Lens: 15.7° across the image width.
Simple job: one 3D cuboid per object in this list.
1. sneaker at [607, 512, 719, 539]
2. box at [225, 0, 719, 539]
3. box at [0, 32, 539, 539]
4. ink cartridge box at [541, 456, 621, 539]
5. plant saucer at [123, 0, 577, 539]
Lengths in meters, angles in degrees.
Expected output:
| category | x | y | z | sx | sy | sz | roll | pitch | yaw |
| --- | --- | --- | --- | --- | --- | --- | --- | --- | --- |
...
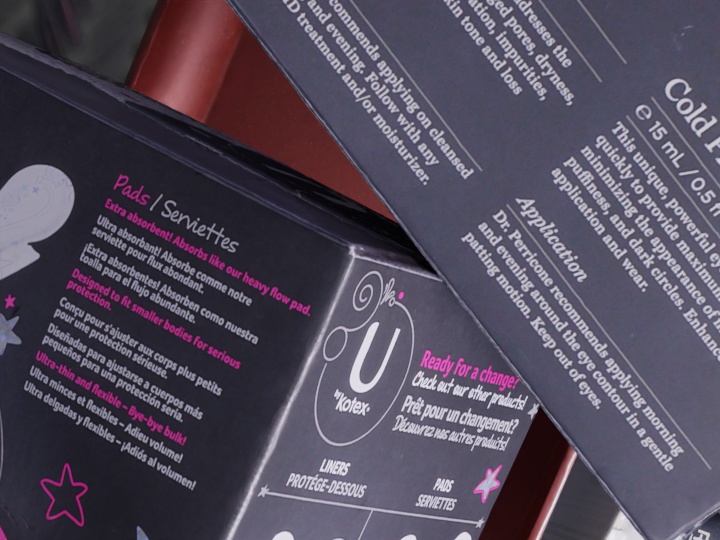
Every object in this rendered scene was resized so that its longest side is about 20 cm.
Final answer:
| category | x | y | z | sx | sy | sz | roll | pitch | yaw |
| --- | --- | --- | --- | --- | --- | --- | --- | --- | --- |
| sneaker | 0.100 | 0.105 | 1.101 | 0.199 | 0.129 | 0.080 | 12 | 103 | -58 |
| box | 0.093 | -0.069 | 0.659 | 0.182 | 0.200 | 0.104 | -36 | -175 | 21 |
| box | -0.065 | 0.013 | 0.721 | 0.132 | 0.200 | 0.115 | 16 | 101 | -59 |
| ink cartridge box | 0.111 | 0.075 | 0.989 | 0.201 | 0.048 | 0.146 | -64 | -176 | -5 |
| plant saucer | 0.000 | 0.000 | 0.808 | 0.037 | 0.199 | 0.201 | 13 | 102 | -59 |
